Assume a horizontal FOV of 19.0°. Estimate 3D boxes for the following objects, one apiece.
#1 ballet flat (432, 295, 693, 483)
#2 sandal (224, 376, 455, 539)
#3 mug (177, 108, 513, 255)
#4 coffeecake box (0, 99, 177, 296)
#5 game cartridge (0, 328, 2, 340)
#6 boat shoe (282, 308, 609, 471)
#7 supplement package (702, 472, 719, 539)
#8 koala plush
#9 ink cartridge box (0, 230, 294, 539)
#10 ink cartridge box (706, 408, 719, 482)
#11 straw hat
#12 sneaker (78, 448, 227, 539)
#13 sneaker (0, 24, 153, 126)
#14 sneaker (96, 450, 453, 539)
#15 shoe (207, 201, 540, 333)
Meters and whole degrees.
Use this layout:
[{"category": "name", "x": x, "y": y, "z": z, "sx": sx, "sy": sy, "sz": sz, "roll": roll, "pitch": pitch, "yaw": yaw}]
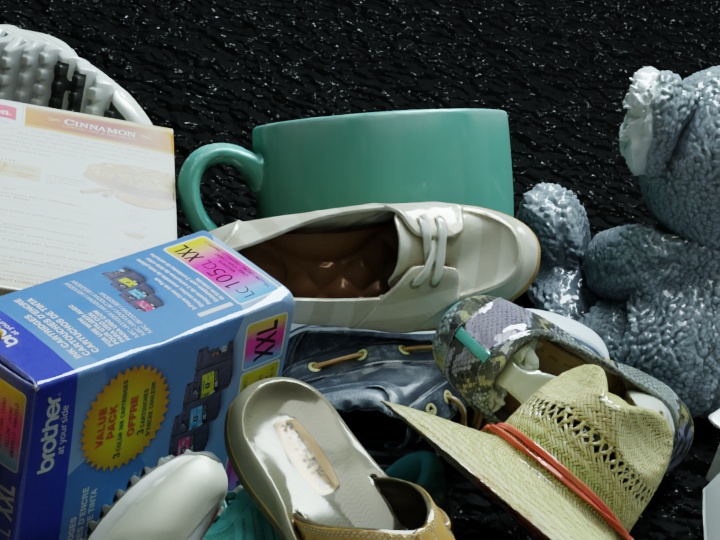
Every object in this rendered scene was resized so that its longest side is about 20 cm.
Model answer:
[{"category": "ballet flat", "x": 0.122, "y": 0.079, "z": 1.166, "sx": 0.200, "sy": 0.072, "sz": 0.072, "roll": 29, "pitch": 21, "yaw": -35}, {"category": "sandal", "x": 0.008, "y": 0.118, "z": 0.973, "sx": 0.080, "sy": 0.054, "sz": 0.200, "roll": -17, "pitch": 59, "yaw": -38}, {"category": "mug", "x": 0.000, "y": -0.031, "z": 1.273, "sx": 0.183, "sy": 0.116, "sz": 0.152, "roll": -4, "pitch": 1, "yaw": 19}, {"category": "coffeecake box", "x": -0.184, "y": -0.014, "z": 1.216, "sx": 0.152, "sy": 0.074, "sz": 0.201, "roll": 9, "pitch": 32, "yaw": -12}, {"category": "game cartridge", "x": -0.261, "y": 0.054, "z": 0.984, "sx": 0.200, "sy": 0.177, "sz": 0.032, "roll": 36, "pitch": 14, "yaw": 29}, {"category": "boat shoe", "x": 0.049, "y": 0.074, "z": 1.196, "sx": 0.198, "sy": 0.071, "sz": 0.091, "roll": 1, "pitch": 34, "yaw": -10}, {"category": "supplement package", "x": 0.277, "y": 0.169, "z": 1.046, "sx": 0.199, "sy": 0.111, "sz": 0.156, "roll": 35, "pitch": 28, "yaw": -12}, {"category": "koala plush", "x": 0.209, "y": -0.035, "z": 1.306, "sx": 0.176, "sy": 0.201, "sz": 0.184, "roll": 5, "pitch": 33, "yaw": -18}, {"category": "ink cartridge box", "x": -0.134, "y": 0.077, "z": 1.036, "sx": 0.199, "sy": 0.137, "sz": 0.076, "roll": -18, "pitch": 39, "yaw": -43}, {"category": "ink cartridge box", "x": 0.283, "y": 0.106, "z": 1.247, "sx": 0.115, "sy": 0.067, "sz": 0.199, "roll": 34, "pitch": 35, "yaw": 26}, {"category": "straw hat", "x": 0.108, "y": 0.094, "z": 1.063, "sx": 0.201, "sy": 0.085, "sz": 0.201, "roll": 41, "pitch": -3, "yaw": 3}, {"category": "sneaker", "x": -0.097, "y": 0.175, "z": 0.894, "sx": 0.093, "sy": 0.070, "sz": 0.200, "roll": 32, "pitch": 78, "yaw": 12}, {"category": "sneaker", "x": -0.194, "y": -0.115, "z": 1.372, "sx": 0.199, "sy": 0.076, "sz": 0.081, "roll": 31, "pitch": 22, "yaw": 30}, {"category": "sneaker", "x": -0.042, "y": 0.122, "z": 1.045, "sx": 0.199, "sy": 0.080, "sz": 0.077, "roll": 1, "pitch": 7, "yaw": -33}, {"category": "shoe", "x": 0.000, "y": 0.000, "z": 1.164, "sx": 0.198, "sy": 0.071, "sz": 0.053, "roll": -4, "pitch": -4, "yaw": 0}]
